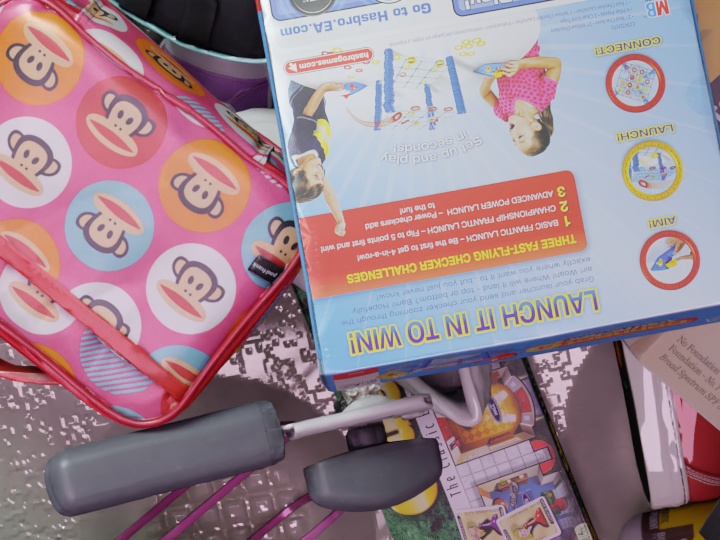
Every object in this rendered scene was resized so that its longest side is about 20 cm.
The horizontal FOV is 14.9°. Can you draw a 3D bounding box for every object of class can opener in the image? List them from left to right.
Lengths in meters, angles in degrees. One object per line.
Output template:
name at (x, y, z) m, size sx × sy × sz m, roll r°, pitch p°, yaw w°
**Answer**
can opener at (-0.054, 0.094, 1.353) m, size 0.199 × 0.053 × 0.067 m, roll -9°, pitch 82°, yaw -14°

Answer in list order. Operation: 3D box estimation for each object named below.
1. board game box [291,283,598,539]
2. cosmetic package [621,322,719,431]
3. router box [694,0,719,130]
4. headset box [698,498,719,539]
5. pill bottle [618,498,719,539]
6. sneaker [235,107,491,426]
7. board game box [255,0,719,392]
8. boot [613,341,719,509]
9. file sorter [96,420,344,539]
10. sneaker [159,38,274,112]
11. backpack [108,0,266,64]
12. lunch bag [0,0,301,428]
board game box at (0.047, 0.079, 1.479) m, size 0.104 × 0.023 × 0.201 m, roll -20°, pitch 100°, yaw 14°
cosmetic package at (0.219, -0.019, 1.328) m, size 0.103 × 0.073 × 0.200 m, roll 37°, pitch 103°, yaw -32°
router box at (0.091, -0.087, 1.349) m, size 0.157 × 0.052 × 0.200 m, roll 43°, pitch 97°, yaw -4°
headset box at (0.274, 0.119, 1.332) m, size 0.200 × 0.077 × 0.149 m, roll -37°, pitch 74°, yaw -21°
pill bottle at (0.239, 0.163, 1.426) m, size 0.199 × 0.109 × 0.110 m, roll -11°, pitch 102°, yaw 10°
sneaker at (0.000, 0.000, 1.388) m, size 0.075 × 0.089 × 0.200 m, roll -42°, pitch 108°, yaw 13°
board game box at (0.063, -0.060, 1.266) m, size 0.199 × 0.056 × 0.197 m, roll -10°, pitch 80°, yaw 0°
boot at (0.199, 0.012, 1.424) m, size 0.143 × 0.072 × 0.201 m, roll -12°, pitch 98°, yaw 0°
file sorter at (-0.032, 0.191, 1.445) m, size 0.125 × 0.139 × 0.200 m, roll -38°, pitch 95°, yaw -11°
sneaker at (-0.095, -0.039, 1.423) m, size 0.072 × 0.114 × 0.202 m, roll 16°, pitch 104°, yaw 5°
backpack at (-0.048, -0.209, 1.354) m, size 0.175 × 0.153 × 0.201 m, roll 24°, pitch 107°, yaw 2°
lunch bag at (-0.136, -0.025, 1.336) m, size 0.200 × 0.082 × 0.176 m, roll 38°, pitch 103°, yaw -3°
